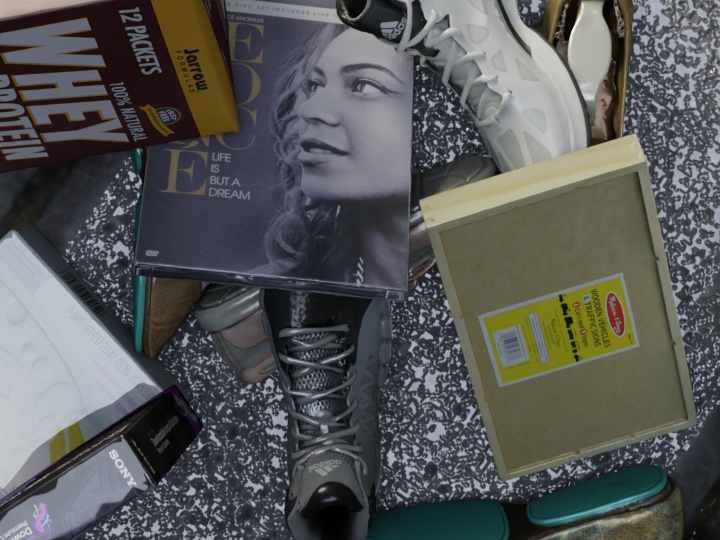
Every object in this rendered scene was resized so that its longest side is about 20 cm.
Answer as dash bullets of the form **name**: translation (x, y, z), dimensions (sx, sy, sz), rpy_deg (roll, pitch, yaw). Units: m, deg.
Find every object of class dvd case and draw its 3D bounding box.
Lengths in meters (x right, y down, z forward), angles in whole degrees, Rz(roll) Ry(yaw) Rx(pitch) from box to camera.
- **dvd case**: translation (-0.044, -0.077, 1.090), dimensions (0.148, 0.016, 0.201), rpy_deg (6, 56, -5)

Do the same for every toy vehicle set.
- **toy vehicle set**: translation (0.116, 0.026, 1.100), dimensions (0.124, 0.027, 0.201), rpy_deg (-16, 127, 2)

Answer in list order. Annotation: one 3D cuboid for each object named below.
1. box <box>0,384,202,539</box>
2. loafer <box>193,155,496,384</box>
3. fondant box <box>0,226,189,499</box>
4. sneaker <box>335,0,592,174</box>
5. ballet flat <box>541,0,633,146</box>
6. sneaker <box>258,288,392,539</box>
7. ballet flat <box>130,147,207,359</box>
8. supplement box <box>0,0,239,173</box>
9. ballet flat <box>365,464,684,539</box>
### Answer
- **box**: translation (-0.161, 0.123, 1.029), dimensions (0.143, 0.200, 0.036), rpy_deg (-33, 93, 3)
- **loafer**: translation (0.000, 0.000, 1.144), dimensions (0.199, 0.072, 0.063), rpy_deg (-26, 109, 10)
- **fondant box**: translation (-0.223, 0.093, 1.157), dimensions (0.200, 0.058, 0.144), rpy_deg (-43, 91, 5)
- **sneaker**: translation (0.047, -0.116, 1.087), dimensions (0.115, 0.076, 0.201), rpy_deg (-10, 70, -36)
- **ballet flat**: translation (0.123, -0.081, 1.130), dimensions (0.068, 0.063, 0.201), rpy_deg (3, 94, 0)
- **sneaker**: translation (-0.015, 0.078, 1.083), dimensions (0.075, 0.116, 0.201), rpy_deg (-6, 116, 2)
- **ballet flat**: translation (-0.105, -0.050, 1.142), dimensions (0.072, 0.068, 0.201), rpy_deg (-4, 83, -10)
- **supplement box**: translation (-0.183, -0.173, 1.061), dimensions (0.199, 0.133, 0.198), rpy_deg (-10, 59, 3)
- **ballet flat**: translation (0.095, 0.167, 1.148), dimensions (0.199, 0.071, 0.071), rpy_deg (-11, 93, 3)
